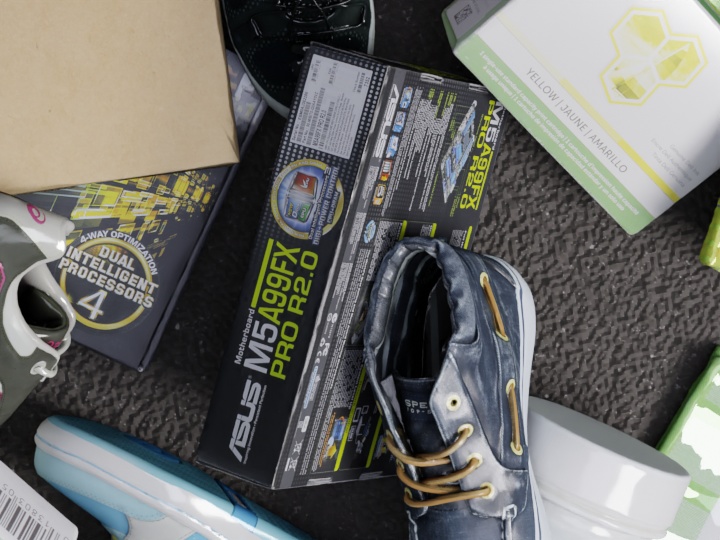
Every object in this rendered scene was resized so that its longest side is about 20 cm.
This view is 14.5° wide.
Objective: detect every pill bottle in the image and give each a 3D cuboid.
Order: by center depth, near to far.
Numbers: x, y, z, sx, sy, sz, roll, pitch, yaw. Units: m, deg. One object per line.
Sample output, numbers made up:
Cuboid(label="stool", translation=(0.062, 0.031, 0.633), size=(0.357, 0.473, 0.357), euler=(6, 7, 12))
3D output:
Cuboid(label="pill bottle", translation=(0.078, 0.171, 1.380), size=(0.113, 0.113, 0.201), euler=(23, 96, -9))

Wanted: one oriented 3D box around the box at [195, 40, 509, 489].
Cuboid(label="box", translation=(0.000, 0.000, 1.330), size=(0.044, 0.160, 0.201), euler=(18, 97, 23))

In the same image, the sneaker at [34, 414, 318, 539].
Cuboid(label="sneaker", translation=(-0.094, 0.165, 1.380), size=(0.200, 0.080, 0.131), euler=(32, 92, -8))

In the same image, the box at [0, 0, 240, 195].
Cuboid(label="box", translation=(-0.148, -0.137, 1.317), size=(0.163, 0.021, 0.201), euler=(-8, 95, -7))

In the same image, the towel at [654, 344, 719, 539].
Cuboid(label="towel", translation=(0.230, 0.148, 1.440), size=(0.200, 0.031, 0.150), euler=(29, 92, -9))

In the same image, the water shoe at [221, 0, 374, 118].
Cuboid(label="water shoe", translation=(-0.033, -0.161, 1.296), size=(0.071, 0.079, 0.201), euler=(-7, 102, -1))

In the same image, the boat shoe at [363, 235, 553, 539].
Cuboid(label="boat shoe", translation=(0.039, 0.085, 1.298), size=(0.071, 0.091, 0.201), euler=(-8, 76, 26))

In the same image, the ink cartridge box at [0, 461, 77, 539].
Cuboid(label="ink cartridge box", translation=(-0.252, 0.130, 1.316), size=(0.161, 0.050, 0.200), euler=(42, 122, -14))

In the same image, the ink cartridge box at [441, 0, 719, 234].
Cuboid(label="ink cartridge box", translation=(0.159, -0.131, 1.346), size=(0.200, 0.048, 0.146), euler=(-39, 119, 15))

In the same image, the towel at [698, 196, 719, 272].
Cuboid(label="towel", translation=(0.248, -0.073, 1.379), size=(0.143, 0.023, 0.200), euler=(23, 97, -45))

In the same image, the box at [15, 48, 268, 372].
Cuboid(label="box", translation=(-0.161, -0.064, 1.358), size=(0.200, 0.049, 0.162), euler=(26, 90, -9))

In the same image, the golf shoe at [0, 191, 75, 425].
Cuboid(label="golf shoe", translation=(-0.179, 0.048, 1.318), size=(0.088, 0.077, 0.200), euler=(6, 130, 3))
